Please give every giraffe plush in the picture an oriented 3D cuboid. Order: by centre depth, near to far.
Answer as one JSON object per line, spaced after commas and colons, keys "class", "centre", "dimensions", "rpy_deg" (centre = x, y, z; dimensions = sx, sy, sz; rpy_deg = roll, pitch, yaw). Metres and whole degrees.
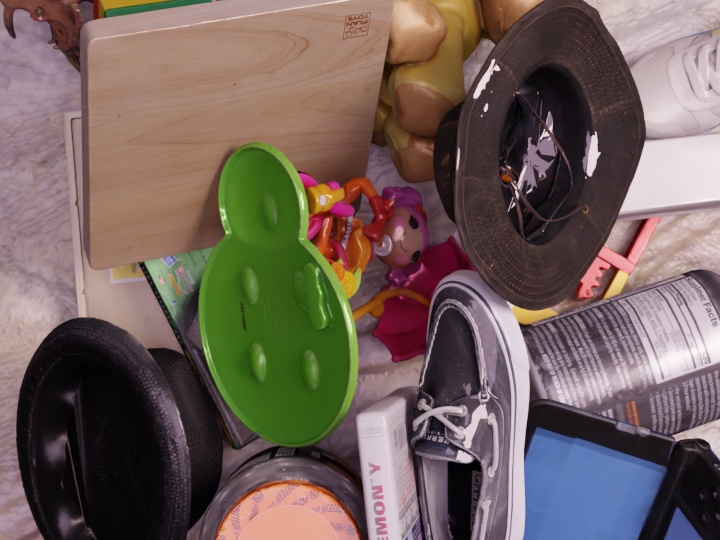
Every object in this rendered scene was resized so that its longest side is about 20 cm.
{"class": "giraffe plush", "centre": [0.069, -0.183, 1.112], "dimensions": [0.160, 0.174, 0.201], "rpy_deg": [-20, 53, -12]}

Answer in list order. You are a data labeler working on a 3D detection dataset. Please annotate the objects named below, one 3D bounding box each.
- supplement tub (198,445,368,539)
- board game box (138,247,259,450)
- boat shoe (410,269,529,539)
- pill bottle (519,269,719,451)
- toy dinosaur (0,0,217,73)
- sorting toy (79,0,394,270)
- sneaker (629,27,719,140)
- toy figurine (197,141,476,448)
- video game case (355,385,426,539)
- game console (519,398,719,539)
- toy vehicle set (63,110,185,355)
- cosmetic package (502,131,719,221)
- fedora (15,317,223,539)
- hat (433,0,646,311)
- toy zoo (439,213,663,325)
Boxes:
{"class": "supplement tub", "centre": [-0.046, 0.184, 1.051], "dimensions": [0.121, 0.200, 0.124], "rpy_deg": [0, 88, -1]}
{"class": "board game box", "centre": [-0.091, 0.015, 1.117], "dimensions": [0.104, 0.023, 0.202], "rpy_deg": [-27, 94, -16]}
{"class": "boat shoe", "centre": [0.064, 0.104, 1.015], "dimensions": [0.071, 0.067, 0.203], "rpy_deg": [8, 107, 37]}
{"class": "pill bottle", "centre": [0.209, 0.064, 1.097], "dimensions": [0.198, 0.106, 0.108], "rpy_deg": [-17, 88, -7]}
{"class": "toy dinosaur", "centre": [-0.155, -0.174, 1.126], "dimensions": [0.200, 0.086, 0.136], "rpy_deg": [40, 88, -5]}
{"class": "sorting toy", "centre": [-0.092, -0.110, 1.030], "dimensions": [0.198, 0.200, 0.070], "rpy_deg": [-13, 51, -20]}
{"class": "sneaker", "centre": [0.277, -0.152, 1.128], "dimensions": [0.198, 0.081, 0.077], "rpy_deg": [-19, 77, -4]}
{"class": "toy figurine", "centre": [0.000, 0.000, 1.075], "dimensions": [0.183, 0.149, 0.203], "rpy_deg": [-16, 103, -45]}
{"class": "video game case", "centre": [0.030, 0.176, 1.029], "dimensions": [0.023, 0.200, 0.185], "rpy_deg": [-6, 89, 8]}
{"class": "game console", "centre": [0.167, 0.211, 1.028], "dimensions": [0.117, 0.171, 0.202], "rpy_deg": [-1, 123, -25]}
{"class": "toy vehicle set", "centre": [-0.149, -0.022, 1.145], "dimensions": [0.122, 0.027, 0.203], "rpy_deg": [-5, 88, -2]}
{"class": "cosmetic package", "centre": [0.182, -0.062, 1.106], "dimensions": [0.197, 0.083, 0.051], "rpy_deg": [-7, 88, -2]}
{"class": "fedora", "centre": [-0.157, 0.126, 1.090], "dimensions": [0.199, 0.091, 0.203], "rpy_deg": [10, 105, 38]}
{"class": "hat", "centre": [0.101, -0.078, 1.019], "dimensions": [0.199, 0.080, 0.204], "rpy_deg": [-8, 102, -44]}
{"class": "toy zoo", "centre": [0.147, -0.036, 1.155], "dimensions": [0.130, 0.020, 0.202], "rpy_deg": [29, 87, 0]}
